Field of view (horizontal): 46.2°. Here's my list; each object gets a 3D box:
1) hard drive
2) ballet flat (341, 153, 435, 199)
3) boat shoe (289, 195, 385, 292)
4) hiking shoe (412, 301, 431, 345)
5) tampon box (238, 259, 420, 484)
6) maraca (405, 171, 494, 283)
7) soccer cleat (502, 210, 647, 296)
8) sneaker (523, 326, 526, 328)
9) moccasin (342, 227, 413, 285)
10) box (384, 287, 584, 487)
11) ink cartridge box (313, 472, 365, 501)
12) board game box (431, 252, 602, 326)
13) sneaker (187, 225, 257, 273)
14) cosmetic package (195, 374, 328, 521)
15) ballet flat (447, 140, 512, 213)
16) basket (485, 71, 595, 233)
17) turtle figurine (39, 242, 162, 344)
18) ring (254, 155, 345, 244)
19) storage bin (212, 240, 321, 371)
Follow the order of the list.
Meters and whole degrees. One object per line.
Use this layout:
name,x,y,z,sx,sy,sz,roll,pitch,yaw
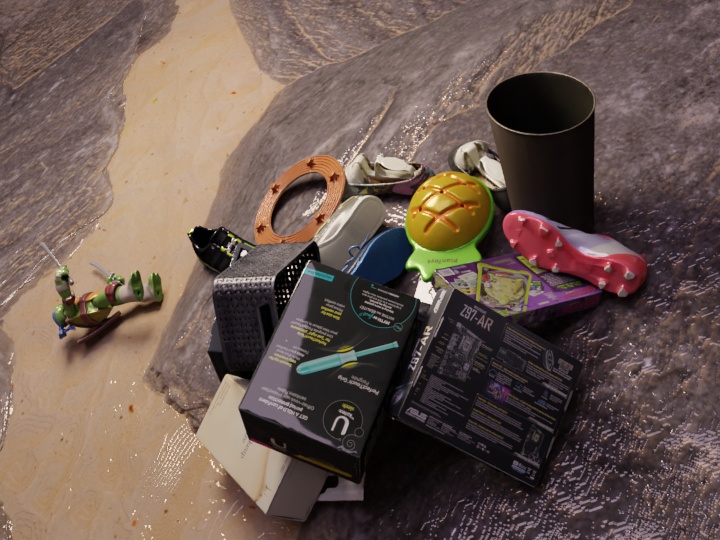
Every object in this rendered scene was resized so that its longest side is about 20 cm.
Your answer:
hard drive,-0.179,0.073,1.276,0.042,0.136,0.202,2,51,9
ballet flat,0.031,-0.160,1.403,0.198,0.071,0.070,2,54,30
boat shoe,-0.042,-0.039,1.342,0.202,0.072,0.060,-49,25,-6
hiking shoe,0.044,0.061,1.163,0.199,0.076,0.101,-22,31,52
tampon box,-0.032,0.121,0.997,0.148,0.127,0.202,20,64,9
maraca,0.129,-0.065,1.243,0.135,0.107,0.202,-6,50,22
soccer cleat,0.287,-0.030,1.129,0.198,0.067,0.076,26,36,18
sneaker,0.134,0.088,1.101,0.089,0.068,0.199,-3,17,44
moccasin,0.000,0.000,1.262,0.200,0.081,0.068,-41,19,-35
box,0.147,0.136,0.982,0.162,0.199,0.043,-65,18,-11
ink cartridge box,-0.029,0.204,1.117,0.160,0.050,0.203,-16,63,44
board game box,0.206,0.023,1.107,0.198,0.033,0.120,-10,33,-30
sneaker,-0.222,-0.028,1.416,0.198,0.083,0.072,14,60,36
cosmetic package,-0.128,0.231,1.118,0.199,0.073,0.104,28,93,48
ballet flat,0.196,-0.164,1.319,0.068,0.069,0.200,-38,45,-5
basket,0.257,-0.146,1.165,0.135,0.202,0.181,-20,37,-4
turtle figurine,-0.453,0.015,1.461,0.191,0.144,0.202,-9,52,16
ring,-0.109,-0.117,1.444,0.199,0.019,0.202,-25,46,29
storage bin,-0.123,0.047,1.205,0.093,0.137,0.200,-2,17,17
